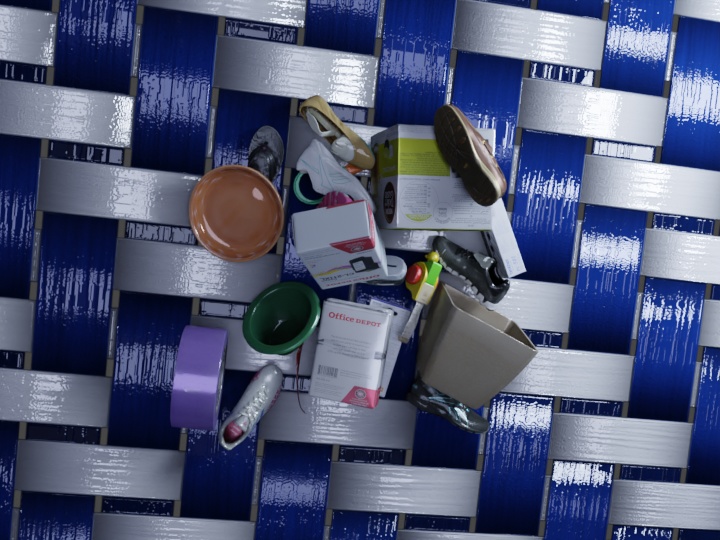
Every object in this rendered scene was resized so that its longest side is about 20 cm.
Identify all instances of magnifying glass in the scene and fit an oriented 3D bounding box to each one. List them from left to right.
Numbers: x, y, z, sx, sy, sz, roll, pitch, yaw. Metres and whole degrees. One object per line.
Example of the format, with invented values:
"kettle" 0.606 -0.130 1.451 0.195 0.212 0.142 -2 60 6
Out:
"magnifying glass" -0.049 -0.203 1.482 0.198 0.022 0.080 -23 96 -3

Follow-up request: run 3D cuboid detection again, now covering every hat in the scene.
"hat" -0.150 0.153 1.490 0.164 0.177 0.201 21 63 28

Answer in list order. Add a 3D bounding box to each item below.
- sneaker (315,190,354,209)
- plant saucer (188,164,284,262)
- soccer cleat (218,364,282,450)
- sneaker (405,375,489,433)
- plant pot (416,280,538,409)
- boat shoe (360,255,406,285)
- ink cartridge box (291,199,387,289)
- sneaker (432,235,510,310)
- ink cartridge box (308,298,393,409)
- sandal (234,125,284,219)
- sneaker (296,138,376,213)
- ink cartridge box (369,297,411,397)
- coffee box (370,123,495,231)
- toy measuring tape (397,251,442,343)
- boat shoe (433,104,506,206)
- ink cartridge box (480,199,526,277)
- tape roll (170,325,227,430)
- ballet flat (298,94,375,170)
"sneaker" -0.045 -0.101 1.413 0.087 0.200 0.075 14 68 -21
"plant saucer" -0.252 -0.118 1.434 0.198 0.037 0.202 1 106 4
"soccer cleat" -0.227 0.291 1.461 0.070 0.086 0.201 35 89 -8
"sneaker" 0.200 0.291 1.518 0.199 0.075 0.080 26 88 -8
"plant pot" 0.222 0.167 1.462 0.199 0.200 0.178 27 102 -8
"boat shoe" 0.000 0.000 1.473 0.198 0.071 0.073 13 58 14
"ink cartridge box" -0.034 -0.045 1.342 0.144 0.200 0.084 -11 67 8
"sneaker" 0.241 -0.012 1.479 0.200 0.066 0.091 46 132 6
"ink cartridge box" -0.018 0.168 1.449 0.144 0.085 0.202 10 93 8
"sandal" -0.208 -0.201 1.447 0.075 0.048 0.203 16 93 -7
"sneaker" -0.049 -0.176 1.435 0.200 0.070 0.080 44 89 10
"ink cartridge box" 0.036 0.165 1.509 0.094 0.037 0.202 17 94 -7
"coffee box" 0.138 -0.179 1.404 0.198 0.200 0.200 0 94 -14
"toy measuring tape" 0.115 0.052 1.483 0.073 0.074 0.202 23 90 -8
"boat shoe" 0.204 -0.216 1.287 0.067 0.072 0.201 -33 93 -42
"ink cartridge box" 0.288 -0.088 1.491 0.044 0.094 0.202 -20 96 -5
"tape roll" -0.318 0.213 1.388 0.084 0.200 0.202 7 93 -6
"ballet flat" -0.054 -0.275 1.434 0.200 0.069 0.063 48 48 11
